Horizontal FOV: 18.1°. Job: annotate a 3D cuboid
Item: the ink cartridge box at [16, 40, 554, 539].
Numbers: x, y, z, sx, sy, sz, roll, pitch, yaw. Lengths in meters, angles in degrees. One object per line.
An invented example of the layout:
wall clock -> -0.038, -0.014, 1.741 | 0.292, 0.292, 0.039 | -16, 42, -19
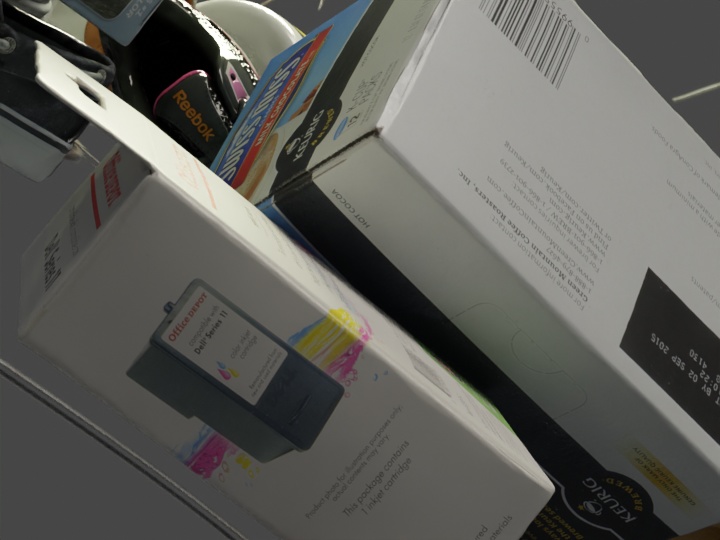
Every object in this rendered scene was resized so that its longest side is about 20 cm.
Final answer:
ink cartridge box -> -0.043, 0.019, 0.710 | 0.200, 0.067, 0.117 | 39, 4, -13

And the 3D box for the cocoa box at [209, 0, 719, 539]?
cocoa box -> 0.050, 0.000, 0.840 | 0.200, 0.131, 0.134 | 43, 46, -19

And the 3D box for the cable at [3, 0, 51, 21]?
cable -> -0.217, -0.159, 0.973 | 0.200, 0.069, 0.200 | 43, 6, 31

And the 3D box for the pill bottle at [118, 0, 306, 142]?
pill bottle -> -0.036, -0.061, 1.200 | 0.111, 0.111, 0.200 | 42, 6, 27

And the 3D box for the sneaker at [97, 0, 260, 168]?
sneaker -> -0.056, -0.041, 0.933 | 0.200, 0.080, 0.086 | 49, -3, 28

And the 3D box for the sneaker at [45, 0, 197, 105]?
sneaker -> -0.105, -0.156, 1.119 | 0.073, 0.084, 0.200 | 42, 41, -35

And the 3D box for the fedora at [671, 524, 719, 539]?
fedora -> 0.149, 0.109, 1.057 | 0.200, 0.200, 0.082 | 34, 48, -45

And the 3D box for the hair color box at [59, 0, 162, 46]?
hair color box -> -0.131, -0.190, 0.940 | 0.200, 0.099, 0.061 | 45, 7, 39

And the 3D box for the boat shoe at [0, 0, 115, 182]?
boat shoe -> -0.166, -0.101, 0.856 | 0.200, 0.068, 0.072 | 34, 7, -49
